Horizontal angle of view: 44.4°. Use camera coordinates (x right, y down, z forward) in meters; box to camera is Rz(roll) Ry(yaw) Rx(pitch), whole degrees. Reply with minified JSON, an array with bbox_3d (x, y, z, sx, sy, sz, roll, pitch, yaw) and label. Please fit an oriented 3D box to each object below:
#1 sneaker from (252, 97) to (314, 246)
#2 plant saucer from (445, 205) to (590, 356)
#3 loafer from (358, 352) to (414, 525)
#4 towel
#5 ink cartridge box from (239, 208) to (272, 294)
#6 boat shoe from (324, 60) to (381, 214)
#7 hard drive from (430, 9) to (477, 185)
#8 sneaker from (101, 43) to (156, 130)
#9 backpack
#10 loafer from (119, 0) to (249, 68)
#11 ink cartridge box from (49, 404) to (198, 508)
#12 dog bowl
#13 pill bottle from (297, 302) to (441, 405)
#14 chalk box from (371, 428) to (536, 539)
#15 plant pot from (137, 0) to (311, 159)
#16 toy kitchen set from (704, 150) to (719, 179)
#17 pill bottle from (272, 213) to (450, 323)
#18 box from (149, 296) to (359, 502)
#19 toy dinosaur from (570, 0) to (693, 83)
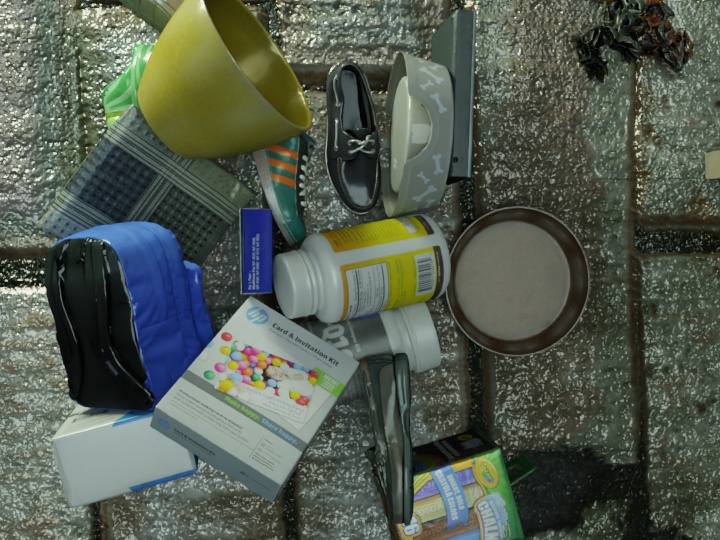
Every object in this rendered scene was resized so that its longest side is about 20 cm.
[{"bbox_3d":[-0.091,-0.134,1.127,0.080,0.071,0.200,-16,92,-2],"label":"sneaker"},{"bbox_3d":[0.208,0.014,1.188,0.200,0.034,0.201,0,91,-7],"label":"plant saucer"},{"bbox_3d":[0.031,0.199,1.048,0.063,0.072,0.200,-2,81,5],"label":"loafer"},{"bbox_3d":[-0.260,-0.076,1.095,0.200,0.035,0.193,37,92,-29],"label":"towel"},{"bbox_3d":[-0.125,-0.024,1.061,0.039,0.200,0.100,0,93,-6],"label":"ink cartridge box"},{"bbox_3d":[-0.010,-0.172,1.140,0.072,0.063,0.200,-7,93,-7],"label":"boat shoe"},{"bbox_3d":[0.113,-0.212,1.116,0.033,0.140,0.200,2,92,-6],"label":"hard drive"},{"bbox_3d":[-0.285,-0.190,1.111,0.083,0.074,0.200,26,95,24],"label":"sneaker"},{"bbox_3d":[-0.267,0.042,1.023,0.162,0.168,0.200,-6,104,32],"label":"backpack"},{"bbox_3d":[-0.216,-0.324,1.114,0.200,0.072,0.063,32,71,-13],"label":"loafer"},{"bbox_3d":[-0.268,0.193,1.050,0.146,0.200,0.084,-15,96,-6],"label":"ink cartridge box"},{"bbox_3d":[0.068,-0.165,1.088,0.059,0.200,0.201,3,91,-6],"label":"dog bowl"},{"bbox_3d":[-0.006,0.105,1.123,0.200,0.114,0.114,-17,94,-7],"label":"pill bottle"},{"bbox_3d":[0.130,0.288,1.141,0.200,0.125,0.124,-15,93,-5],"label":"chalk box"},{"bbox_3d":[-0.172,-0.210,1.023,0.142,0.200,0.200,-31,96,16],"label":"plant pot"},{"bbox_3d":[0.577,-0.227,1.163,0.180,0.163,0.200,-3,92,-7],"label":"toy kitchen set"},{"bbox_3d":[0.000,0.000,1.066,0.200,0.109,0.110,-12,93,-22],"label":"pill bottle"},{"bbox_3d":[-0.111,0.136,0.980,0.156,0.200,0.041,31,132,5],"label":"box"},{"bbox_3d":[0.353,-0.331,1.183,0.200,0.102,0.136,33,72,11],"label":"toy dinosaur"}]
